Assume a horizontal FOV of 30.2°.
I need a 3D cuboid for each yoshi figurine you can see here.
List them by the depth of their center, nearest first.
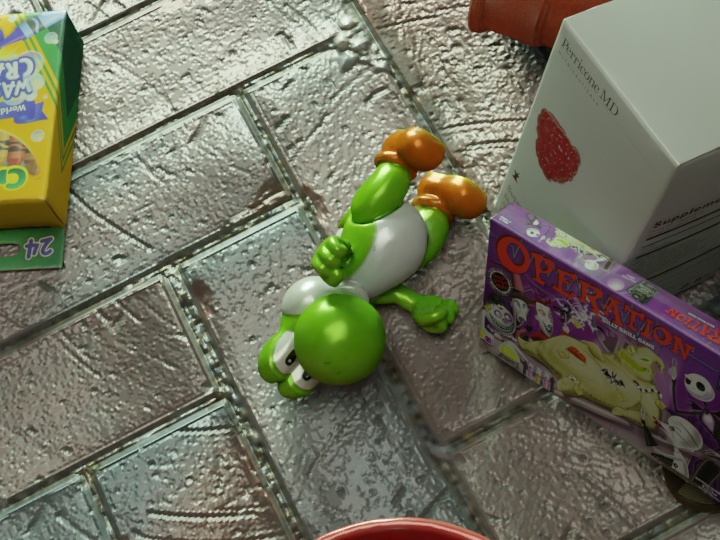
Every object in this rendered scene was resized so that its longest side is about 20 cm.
[{"bbox_3d":[0.011,0.005,0.908,0.112,0.112,0.200,32,77,12],"label":"yoshi figurine"}]

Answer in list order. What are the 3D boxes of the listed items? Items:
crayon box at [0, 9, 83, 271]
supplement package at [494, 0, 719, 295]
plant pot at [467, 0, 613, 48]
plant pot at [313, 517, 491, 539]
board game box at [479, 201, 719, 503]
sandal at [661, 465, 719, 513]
[{"bbox_3d":[-0.286,-0.099,1.020,0.125,0.052,0.201,-3,67,6],"label":"crayon box"},{"bbox_3d":[0.182,-0.072,0.852,0.120,0.200,0.121,-22,64,-20],"label":"supplement package"},{"bbox_3d":[0.208,-0.218,0.939,0.195,0.201,0.201,28,73,10],"label":"plant pot"},{"bbox_3d":[0.027,0.257,0.755,0.200,0.177,0.201,-3,66,6],"label":"plant pot"},{"bbox_3d":[0.161,0.051,0.840,0.200,0.120,0.032,33,49,31],"label":"board game box"},{"bbox_3d":[0.259,0.064,0.873,0.082,0.055,0.201,10,80,36],"label":"sandal"}]
